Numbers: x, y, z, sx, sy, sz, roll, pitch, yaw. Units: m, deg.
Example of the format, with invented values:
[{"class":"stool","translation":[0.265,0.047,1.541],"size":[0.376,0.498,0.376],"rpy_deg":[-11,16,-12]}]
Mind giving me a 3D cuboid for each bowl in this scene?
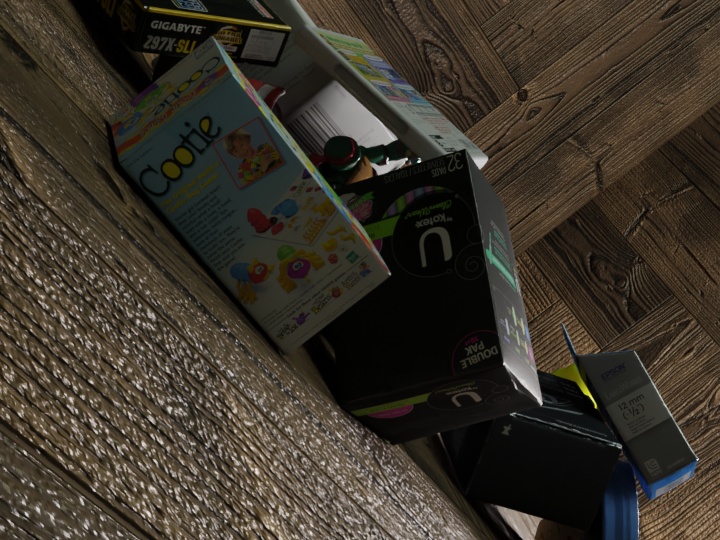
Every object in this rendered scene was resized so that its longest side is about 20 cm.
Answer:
[{"class":"bowl","translation":[0.271,0.312,1.573],"size":[0.201,0.039,0.203],"rpy_deg":[5,90,-89]}]

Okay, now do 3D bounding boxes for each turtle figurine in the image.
[{"class":"turtle figurine","translation":[0.005,-0.079,1.394],"size":[0.100,0.150,0.200],"rpy_deg":[35,-14,26]}]

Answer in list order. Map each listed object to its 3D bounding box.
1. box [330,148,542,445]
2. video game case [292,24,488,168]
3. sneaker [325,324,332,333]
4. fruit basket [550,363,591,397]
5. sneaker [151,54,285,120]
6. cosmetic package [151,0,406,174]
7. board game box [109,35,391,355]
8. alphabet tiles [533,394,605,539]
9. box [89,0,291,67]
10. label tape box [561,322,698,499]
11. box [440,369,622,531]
[{"class":"box","translation":[0.058,0.026,1.224],"size":[0.124,0.147,0.202],"rpy_deg":[43,35,-59]},{"class":"video game case","translation":[0.033,-0.158,1.340],"size":[0.182,0.022,0.200],"rpy_deg":[44,14,7]},{"class":"sneaker","translation":[0.006,0.063,1.339],"size":[0.200,0.073,0.112],"rpy_deg":[47,5,27]},{"class":"fruit basket","translation":[0.311,0.224,2.288],"size":[0.216,0.215,0.155],"rpy_deg":[54,5,17]},{"class":"sneaker","translation":[-0.136,-0.176,1.361],"size":[0.112,0.072,0.201],"rpy_deg":[17,25,-19]},{"class":"cosmetic package","translation":[-0.085,-0.169,1.484],"size":[0.165,0.164,0.201],"rpy_deg":[46,10,-50]},{"class":"board game box","translation":[-0.083,-0.055,1.060],"size":[0.200,0.105,0.103],"rpy_deg":[52,4,-28]},{"class":"alphabet tiles","translation":[0.239,0.248,1.634],"size":[0.014,0.202,0.196],"rpy_deg":[14,11,-7]},{"class":"box","translation":[-0.182,-0.267,1.359],"size":[0.158,0.050,0.200],"rpy_deg":[-1,36,-37]},{"class":"label tape box","translation":[0.300,0.147,1.589],"size":[0.201,0.066,0.143],"rpy_deg":[65,4,18]},{"class":"box","translation":[0.179,0.181,1.555],"size":[0.147,0.105,0.200],"rpy_deg":[18,14,-9]}]
